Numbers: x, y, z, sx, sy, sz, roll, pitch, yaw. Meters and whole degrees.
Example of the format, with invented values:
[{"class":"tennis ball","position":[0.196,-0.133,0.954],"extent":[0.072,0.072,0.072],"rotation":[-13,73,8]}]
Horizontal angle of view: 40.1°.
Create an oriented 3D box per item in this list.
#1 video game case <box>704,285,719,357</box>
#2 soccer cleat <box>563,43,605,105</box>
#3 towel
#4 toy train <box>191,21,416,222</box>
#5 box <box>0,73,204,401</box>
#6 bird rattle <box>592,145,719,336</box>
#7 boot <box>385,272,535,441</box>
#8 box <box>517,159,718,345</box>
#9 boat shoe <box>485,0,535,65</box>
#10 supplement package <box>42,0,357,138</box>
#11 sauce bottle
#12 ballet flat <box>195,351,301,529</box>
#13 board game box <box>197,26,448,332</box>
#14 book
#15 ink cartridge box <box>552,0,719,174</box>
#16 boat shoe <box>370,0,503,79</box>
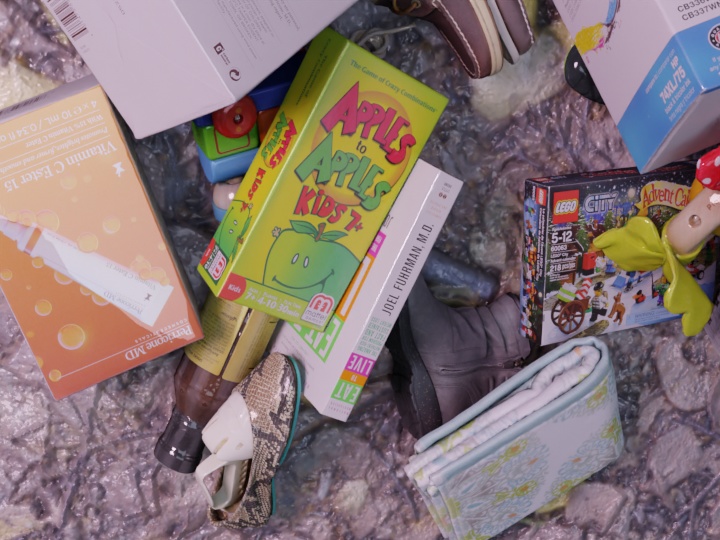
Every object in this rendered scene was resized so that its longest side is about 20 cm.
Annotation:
[{"class":"video game case","position":[0.348,-0.018,0.850],"extent":[0.023,0.200,0.185],"rotation":[23,100,12]},{"class":"soccer cleat","position":[0.270,-0.166,0.839],"extent":[0.196,0.081,0.069],"rotation":[4,105,-16]},{"class":"towel","position":[0.141,0.159,0.875],"extent":[0.198,0.048,0.172],"rotation":[-30,142,-4]},{"class":"toy train","position":[-0.038,-0.116,0.781],"extent":[0.197,0.085,0.118],"rotation":[-19,126,-19]},{"class":"box","position":[-0.212,-0.029,0.742],"extent":[0.122,0.098,0.203],"rotation":[-23,110,-8]},{"class":"bird rattle","position":[0.285,-0.060,0.787],"extent":[0.162,0.112,0.202],"rotation":[-30,154,-45]},{"class":"boot","position":[0.083,0.042,0.867],"extent":[0.129,0.070,0.204],"rotation":[-20,115,-17]},{"class":"box","position":[0.232,-0.019,0.873],"extent":[0.196,0.038,0.140],"rotation":[-9,108,-25]},{"class":"boat shoe","position":[0.094,-0.262,0.772],"extent":[0.059,0.072,0.202],"rotation":[-30,105,-1]},{"class":"supplement package","position":[-0.103,-0.231,0.647],"extent":[0.200,0.146,0.193],"rotation":[-46,114,-31]},{"class":"sauce bottle","position":[-0.115,0.070,0.814],"extent":[0.064,0.065,0.203],"rotation":[24,98,-20]},{"class":"ballet flat","position":[-0.097,0.150,0.804],"extent":[0.074,0.068,0.202],"rotation":[-10,138,-25]},{"class":"board game box","position":[-0.028,-0.063,0.728],"extent":[0.100,0.048,0.202],"rotation":[21,104,-36]},{"class":"book","position":[0.000,0.000,0.785],"extent":[0.047,0.133,0.203],"rotation":[21,99,-29]},{"class":"ink cartridge box","position":[0.248,-0.211,0.743],"extent":[0.144,0.146,0.203],"rotation":[-21,75,-7]},{"class":"boat shoe","position":[0.036,-0.227,0.760],"extent":[0.071,0.072,0.202],"rotation":[-35,103,-4]}]
